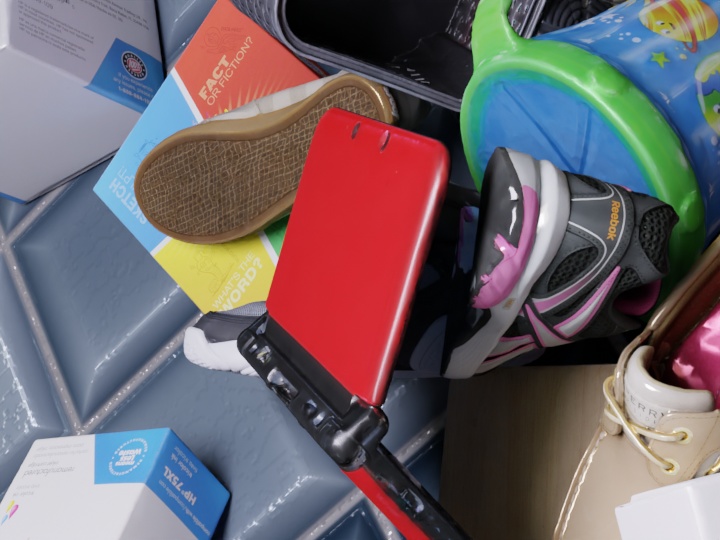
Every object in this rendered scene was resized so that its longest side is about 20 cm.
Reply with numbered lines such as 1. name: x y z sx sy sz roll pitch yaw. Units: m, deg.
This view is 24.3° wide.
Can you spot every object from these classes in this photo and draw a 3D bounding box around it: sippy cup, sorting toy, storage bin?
1. sippy cup: 0.138 -0.070 0.782 0.130 0.179 0.139 -37 41 -26
2. sorting toy: 0.132 0.148 0.769 0.198 0.069 0.201 -4 74 37
3. storage bin: 0.031 -0.196 0.831 0.201 0.135 0.094 -67 27 13

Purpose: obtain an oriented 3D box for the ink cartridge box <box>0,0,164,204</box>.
1. ink cartridge box: -0.235 -0.177 1.107 0.146 0.146 0.201 -25 61 30

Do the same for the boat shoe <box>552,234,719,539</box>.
1. boat shoe: 0.135 0.051 0.706 0.074 0.069 0.201 38 100 39

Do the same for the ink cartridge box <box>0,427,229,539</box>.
1. ink cartridge box: -0.168 0.189 0.936 0.116 0.067 0.201 -9 42 35

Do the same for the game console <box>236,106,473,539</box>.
1. game console: 0.023 0.035 0.746 0.119 0.172 0.200 -44 17 -4

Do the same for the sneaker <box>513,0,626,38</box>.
1. sneaker: 0.104 -0.153 0.898 0.079 0.077 0.201 -24 54 47

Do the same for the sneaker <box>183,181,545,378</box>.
1. sneaker: 0.000 0.000 0.891 0.199 0.075 0.115 -4 82 19

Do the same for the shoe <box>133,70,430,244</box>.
1. shoe: -0.046 -0.064 0.939 0.199 0.053 0.070 -16 99 37

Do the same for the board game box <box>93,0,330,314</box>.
1. board game box: -0.061 -0.052 1.000 0.200 0.040 0.153 43 103 38

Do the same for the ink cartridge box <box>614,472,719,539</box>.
1. ink cartridge box: 0.197 0.165 0.632 0.145 0.084 0.201 -11 79 -13

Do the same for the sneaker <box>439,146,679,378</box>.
1. sneaker: 0.085 0.009 0.733 0.086 0.200 0.081 9 80 -2
